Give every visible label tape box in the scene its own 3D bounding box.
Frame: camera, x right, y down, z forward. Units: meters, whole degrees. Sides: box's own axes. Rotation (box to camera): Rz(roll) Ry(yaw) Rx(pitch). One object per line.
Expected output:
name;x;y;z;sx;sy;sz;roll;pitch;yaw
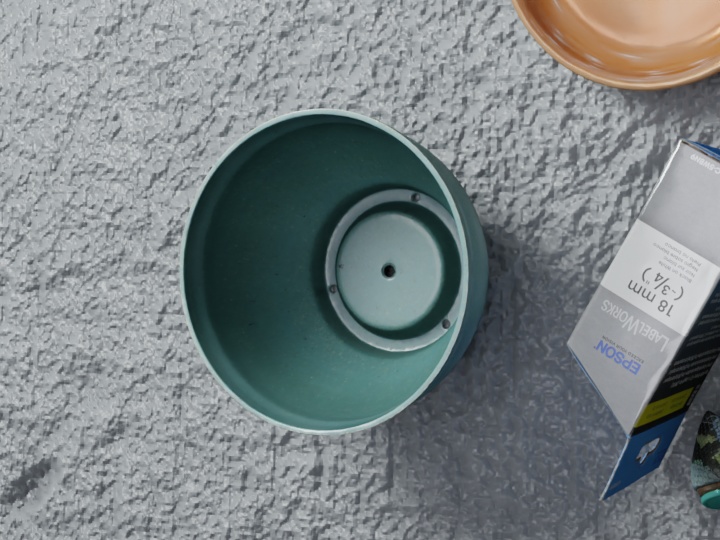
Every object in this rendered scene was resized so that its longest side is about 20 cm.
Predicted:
label tape box;0.183;0.026;0.908;0.063;0.144;0.201;32;103;21

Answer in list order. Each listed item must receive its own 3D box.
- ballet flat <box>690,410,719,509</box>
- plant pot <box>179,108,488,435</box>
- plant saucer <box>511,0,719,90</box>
ballet flat;0.293;0.099;0.905;0.199;0.074;0.075;-7;88;21
plant pot;0.000;0.000;0.999;0.199;0.134;0.202;1;91;24
plant saucer;0.187;-0.213;0.962;0.199;0.037;0.201;1;92;25
